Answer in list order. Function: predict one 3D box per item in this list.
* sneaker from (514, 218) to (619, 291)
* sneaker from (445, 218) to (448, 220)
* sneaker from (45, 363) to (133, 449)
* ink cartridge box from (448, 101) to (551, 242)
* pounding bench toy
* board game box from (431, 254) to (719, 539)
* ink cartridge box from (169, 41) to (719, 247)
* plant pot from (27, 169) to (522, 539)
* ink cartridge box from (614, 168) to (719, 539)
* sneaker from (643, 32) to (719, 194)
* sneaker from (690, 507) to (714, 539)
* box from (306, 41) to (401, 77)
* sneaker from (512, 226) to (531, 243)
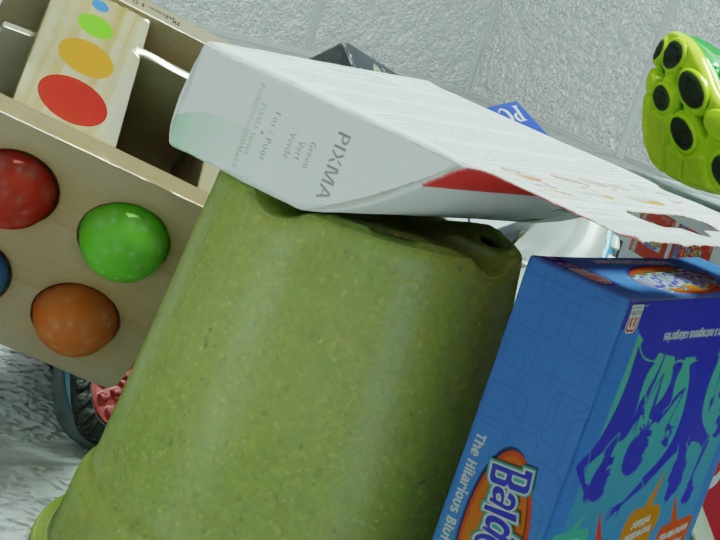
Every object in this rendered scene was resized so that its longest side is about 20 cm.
[{"bbox_3d":[0.054,0.027,0.775,0.087,0.200,0.075,43,-16,-19],"label":"sneaker"},{"bbox_3d":[0.000,0.000,0.821,0.075,0.200,0.081,-22,50,-18],"label":"sneaker"},{"bbox_3d":[-0.141,0.035,0.848,0.079,0.096,0.200,30,32,-23],"label":"sneaker"},{"bbox_3d":[0.068,-0.053,1.004,0.094,0.044,0.200,49,36,17],"label":"ink cartridge box"},{"bbox_3d":[-0.108,-0.030,0.747,0.200,0.124,0.156,25,36,-18],"label":"pounding bench toy"},{"bbox_3d":[0.086,0.094,0.596,0.045,0.200,0.152,26,15,32],"label":"board game box"},{"bbox_3d":[0.050,-0.030,0.599,0.200,0.050,0.161,30,17,32],"label":"ink cartridge box"},{"bbox_3d":[-0.020,0.057,0.649,0.200,0.185,0.200,17,12,-3],"label":"plant pot"},{"bbox_3d":[0.187,0.065,0.871,0.084,0.201,0.176,11,14,-22],"label":"ink cartridge box"},{"bbox_3d":[0.221,-0.070,0.830,0.083,0.074,0.200,1,28,-27],"label":"sneaker"},{"bbox_3d":[0.101,0.095,0.761,0.106,0.075,0.200,6,47,-33],"label":"sneaker"},{"bbox_3d":[-0.048,-0.081,1.001,0.161,0.049,0.200,-22,-6,14],"label":"box"},{"bbox_3d":[0.161,0.050,0.998,0.200,0.070,0.076,61,-9,-26],"label":"sneaker"}]
